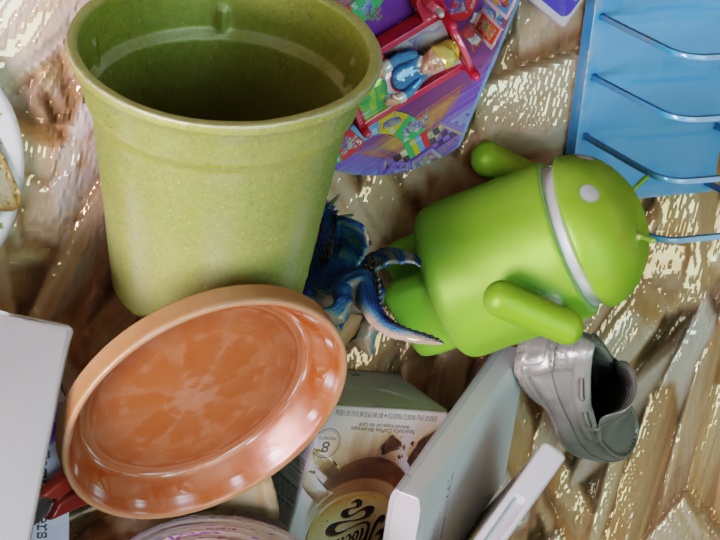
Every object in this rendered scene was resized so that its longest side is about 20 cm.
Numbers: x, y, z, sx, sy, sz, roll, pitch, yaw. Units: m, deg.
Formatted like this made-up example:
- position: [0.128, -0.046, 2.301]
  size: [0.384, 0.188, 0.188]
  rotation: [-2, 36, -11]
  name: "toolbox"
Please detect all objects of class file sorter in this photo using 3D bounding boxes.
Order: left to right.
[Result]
- position: [0.247, -0.131, 1.816]
  size: [0.138, 0.123, 0.201]
  rotation: [-6, 114, -29]
  name: "file sorter"

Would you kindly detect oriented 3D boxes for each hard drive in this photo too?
- position: [0.065, 0.158, 1.807]
  size: [0.200, 0.027, 0.132]
  rotation: [-49, 153, -50]
  name: "hard drive"

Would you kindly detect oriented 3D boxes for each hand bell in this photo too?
- position: [-0.167, 0.156, 1.722]
  size: [0.199, 0.104, 0.105]
  rotation: [-19, 120, -10]
  name: "hand bell"

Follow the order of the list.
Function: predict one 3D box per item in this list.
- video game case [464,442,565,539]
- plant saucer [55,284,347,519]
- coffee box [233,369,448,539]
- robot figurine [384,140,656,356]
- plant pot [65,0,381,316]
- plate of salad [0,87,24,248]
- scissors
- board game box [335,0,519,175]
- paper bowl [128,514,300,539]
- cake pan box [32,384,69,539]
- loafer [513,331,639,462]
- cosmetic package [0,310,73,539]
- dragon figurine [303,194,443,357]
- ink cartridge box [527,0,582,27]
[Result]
- position: [0.071, 0.225, 1.815]
  size: [0.023, 0.200, 0.182]
  rotation: [36, 68, 4]
  name: "video game case"
- position: [-0.104, 0.083, 1.607]
  size: [0.199, 0.032, 0.201]
  rotation: [-18, 140, -16]
  name: "plant saucer"
- position: [-0.025, 0.178, 1.809]
  size: [0.113, 0.080, 0.201]
  rotation: [5, 108, -34]
  name: "coffee box"
- position: [0.116, -0.011, 1.765]
  size: [0.199, 0.176, 0.116]
  rotation: [-20, 127, 16]
  name: "robot figurine"
- position: [-0.094, -0.066, 1.607]
  size: [0.199, 0.200, 0.185]
  rotation: [-13, 128, -27]
  name: "plant pot"
- position: [-0.301, -0.051, 1.558]
  size: [0.199, 0.048, 0.201]
  rotation: [-13, 118, -27]
  name: "plate of salad"
- position: [-0.211, 0.150, 1.615]
  size: [0.199, 0.014, 0.074]
  rotation: [-22, 123, -33]
  name: "scissors"
- position: [0.033, -0.144, 1.702]
  size: [0.157, 0.039, 0.201]
  rotation: [7, 118, -29]
  name: "board game box"
- position: [-0.099, 0.263, 1.711]
  size: [0.199, 0.104, 0.202]
  rotation: [0, 111, -1]
  name: "paper bowl"
- position: [-0.285, 0.167, 1.641]
  size: [0.183, 0.052, 0.201]
  rotation: [-3, 111, -19]
  name: "cake pan box"
- position: [0.179, 0.097, 1.880]
  size: [0.200, 0.069, 0.070]
  rotation: [44, 56, -56]
  name: "loafer"
- position: [-0.252, 0.123, 1.546]
  size: [0.106, 0.090, 0.201]
  rotation: [14, 78, -13]
  name: "cosmetic package"
- position: [0.000, 0.000, 1.674]
  size: [0.059, 0.200, 0.100]
  rotation: [33, 77, -25]
  name: "dragon figurine"
- position: [0.129, -0.303, 1.716]
  size: [0.200, 0.043, 0.199]
  rotation: [34, 91, -39]
  name: "ink cartridge box"
